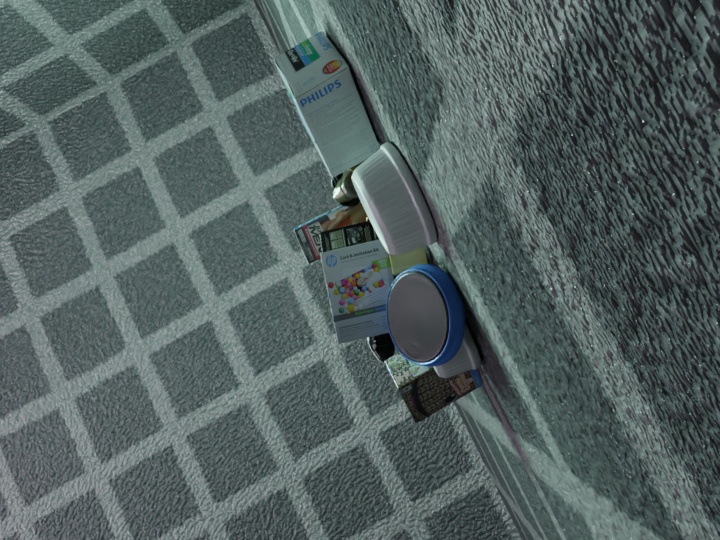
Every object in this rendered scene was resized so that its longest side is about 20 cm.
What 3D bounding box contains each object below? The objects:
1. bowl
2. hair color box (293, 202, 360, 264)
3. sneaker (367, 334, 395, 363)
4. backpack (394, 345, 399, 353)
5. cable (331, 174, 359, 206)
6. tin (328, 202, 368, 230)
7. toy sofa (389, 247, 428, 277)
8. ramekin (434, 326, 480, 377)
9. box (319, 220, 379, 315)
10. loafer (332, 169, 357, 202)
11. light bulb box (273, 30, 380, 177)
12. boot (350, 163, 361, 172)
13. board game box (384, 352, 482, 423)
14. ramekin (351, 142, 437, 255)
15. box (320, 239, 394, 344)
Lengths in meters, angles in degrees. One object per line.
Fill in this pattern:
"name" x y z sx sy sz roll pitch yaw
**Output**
"bowl" 0.123 0.091 1.262 0.198 0.039 0.207 8 100 50
"hair color box" -0.071 -0.107 1.687 0.061 0.196 0.102 -106 -9 -80
"sneaker" 0.039 0.153 1.655 0.112 0.071 0.206 -13 -92 -82
"backpack" 0.141 0.120 1.650 0.200 0.144 0.187 -59 -51 -78
"cable" -0.034 -0.262 1.578 0.050 0.165 0.202 11 143 26
"tin" -0.013 -0.093 1.629 0.113 0.199 0.042 49 -167 -8
"toy sofa" 0.114 -0.014 1.441 0.201 0.080 0.100 64 -165 -68
"ramekin" 0.177 0.139 1.380 0.206 0.093 0.202 63 180 0
"box" 0.000 0.000 1.490 0.086 0.159 0.205 60 -162 -71
"loafer" -0.017 -0.221 1.516 0.076 0.069 0.200 57 -147 -12
"light bulb box" -0.069 -0.344 1.305 0.202 0.123 0.200 62 -179 -43
"boot" 0.034 -0.197 1.451 0.156 0.072 0.203 54 -168 -45
"board game box" 0.182 0.253 1.558 0.161 0.197 0.098 61 179 -41
"ramekin" 0.057 -0.124 1.169 0.206 0.092 0.202 64 180 1
"box" 0.005 0.046 1.401 0.041 0.151 0.206 32 -134 -84
